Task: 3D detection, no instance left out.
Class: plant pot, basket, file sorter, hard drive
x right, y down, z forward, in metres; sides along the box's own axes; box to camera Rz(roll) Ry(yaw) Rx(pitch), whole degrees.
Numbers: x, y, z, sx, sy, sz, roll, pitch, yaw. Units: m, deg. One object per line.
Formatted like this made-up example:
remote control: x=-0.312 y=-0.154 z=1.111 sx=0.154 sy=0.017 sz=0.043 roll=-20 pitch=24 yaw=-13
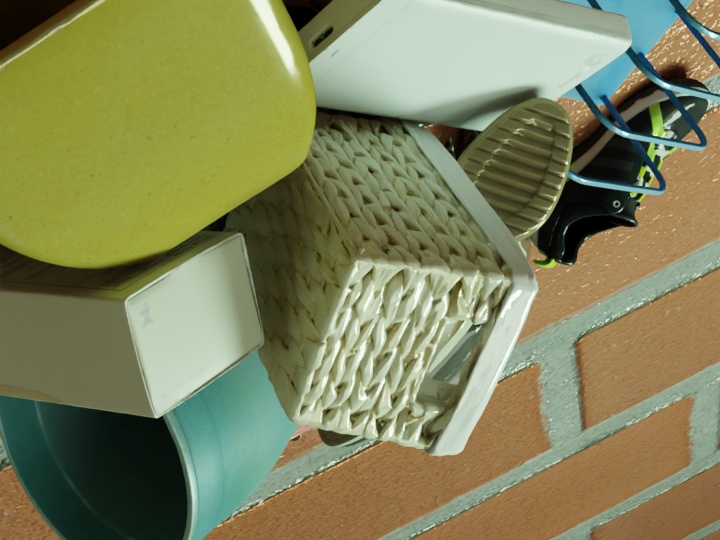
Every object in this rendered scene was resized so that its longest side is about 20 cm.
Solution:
plant pot: x=-0.131 y=0.093 z=1.069 sx=0.188 sy=0.200 sz=0.201 roll=-28 pitch=157 yaw=-46
basket: x=0.000 y=0.000 z=0.902 sx=0.123 sy=0.200 sz=0.136 roll=8 pitch=119 yaw=-26
plant pot: x=-0.129 y=-0.116 z=0.741 sx=0.194 sy=0.196 sz=0.200 roll=-32 pitch=141 yaw=5
file sorter: x=0.216 y=-0.167 z=1.045 sx=0.138 sy=0.123 sz=0.200 roll=4 pitch=136 yaw=-43
hard drive: x=0.054 y=-0.133 z=0.906 sx=0.199 sy=0.026 sz=0.132 roll=4 pitch=155 yaw=-38

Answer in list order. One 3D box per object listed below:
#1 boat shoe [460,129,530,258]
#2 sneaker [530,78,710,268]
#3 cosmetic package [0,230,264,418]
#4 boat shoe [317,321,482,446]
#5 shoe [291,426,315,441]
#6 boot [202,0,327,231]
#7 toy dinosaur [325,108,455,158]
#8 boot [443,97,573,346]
boat shoe: x=0.094 y=-0.049 z=1.165 sx=0.074 sy=0.075 sz=0.203 roll=-21 pitch=149 yaw=-4
sneaker: x=0.222 y=-0.074 z=1.221 sx=0.200 sy=0.083 sz=0.072 roll=-40 pitch=148 yaw=17
cosmetic package: x=-0.167 y=0.023 z=0.848 sx=0.103 sy=0.199 sz=0.074 roll=-33 pitch=120 yaw=-47
boat shoe: x=0.044 y=0.095 z=1.331 sx=0.201 sy=0.072 sz=0.060 roll=-44 pitch=142 yaw=19
shoe: x=-0.080 y=0.136 z=1.289 sx=0.091 sy=0.072 sz=0.200 roll=18 pitch=121 yaw=-44
boot: x=-0.103 y=-0.080 z=0.947 sx=0.200 sy=0.069 sz=0.175 roll=-41 pitch=158 yaw=-34
toy dinosaur: x=0.013 y=-0.075 z=1.081 sx=0.101 sy=0.077 sz=0.200 roll=-6 pitch=154 yaw=-8
boot: x=0.078 y=-0.043 z=1.029 sx=0.072 sy=0.166 sz=0.201 roll=28 pitch=104 yaw=-6
